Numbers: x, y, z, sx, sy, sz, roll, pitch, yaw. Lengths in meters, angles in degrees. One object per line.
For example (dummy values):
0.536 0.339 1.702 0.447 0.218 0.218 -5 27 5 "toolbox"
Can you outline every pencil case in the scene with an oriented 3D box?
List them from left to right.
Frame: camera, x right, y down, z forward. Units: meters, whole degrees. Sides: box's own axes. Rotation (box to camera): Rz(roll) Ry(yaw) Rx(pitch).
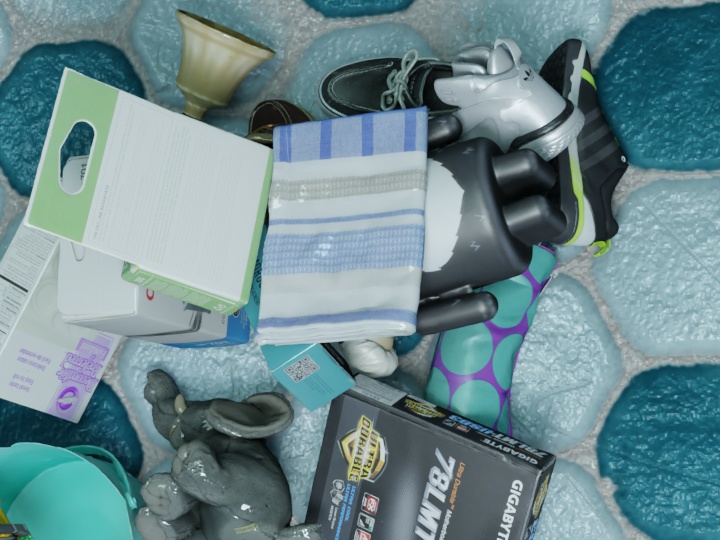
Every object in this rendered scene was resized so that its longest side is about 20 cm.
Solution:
0.116 0.061 1.399 0.092 0.085 0.202 16 85 -2 "pencil case"

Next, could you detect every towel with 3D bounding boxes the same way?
-0.016 -0.037 1.281 0.145 0.024 0.202 -4 69 23 "towel"

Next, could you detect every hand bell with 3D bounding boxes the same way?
-0.165 -0.138 1.507 0.103 0.104 0.202 25 100 15 "hand bell"

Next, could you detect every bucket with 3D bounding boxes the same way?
-0.281 0.256 1.428 0.205 0.135 0.210 -2 81 11 "bucket"

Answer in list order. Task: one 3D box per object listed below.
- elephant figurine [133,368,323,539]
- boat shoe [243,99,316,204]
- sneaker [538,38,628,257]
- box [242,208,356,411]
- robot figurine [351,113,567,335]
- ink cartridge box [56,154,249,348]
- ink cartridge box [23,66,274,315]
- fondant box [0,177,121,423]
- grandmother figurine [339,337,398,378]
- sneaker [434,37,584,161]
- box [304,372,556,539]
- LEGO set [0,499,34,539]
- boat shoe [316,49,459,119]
-0.121 0.164 1.410 0.141 0.201 0.155 -36 110 25 "elephant figurine"
-0.078 -0.107 1.429 0.072 0.072 0.201 -45 35 20 "boat shoe"
0.203 -0.110 1.431 0.082 0.072 0.202 9 75 -22 "sneaker"
-0.073 0.020 1.363 0.049 0.082 0.201 -32 51 7 "box"
0.070 -0.040 1.324 0.198 0.125 0.151 -17 34 20 "robot figurine"
-0.180 -0.014 1.412 0.085 0.200 0.148 -3 80 24 "ink cartridge box"
-0.174 -0.063 1.292 0.198 0.048 0.147 19 67 -22 "ink cartridge box"
-0.278 0.029 1.455 0.058 0.144 0.201 26 87 32 "fondant box"
0.000 0.000 1.418 0.060 0.120 0.202 -30 62 51 "grandmother figurine"
0.095 -0.132 1.393 0.199 0.075 0.115 -24 112 43 "sneaker"
0.051 0.217 1.357 0.197 0.050 0.202 23 112 22 "box"
-0.360 0.237 1.317 0.153 0.116 0.201 -29 76 7 "LEGO set"
0.051 -0.167 1.460 0.197 0.068 0.074 10 83 13 "boat shoe"
